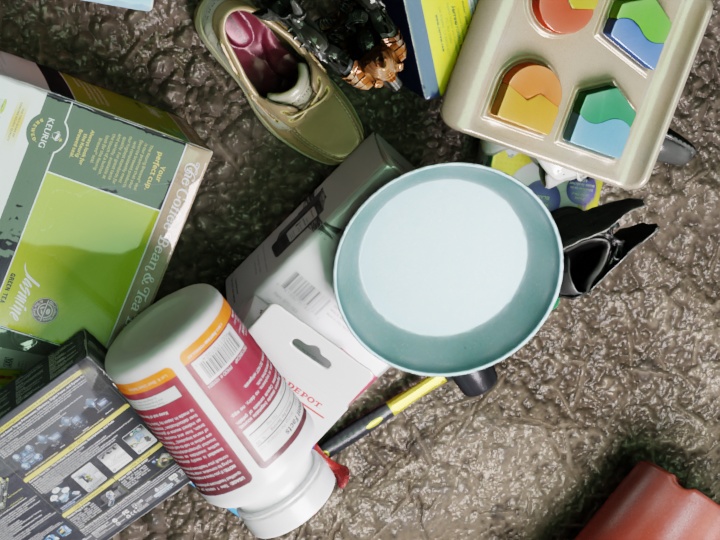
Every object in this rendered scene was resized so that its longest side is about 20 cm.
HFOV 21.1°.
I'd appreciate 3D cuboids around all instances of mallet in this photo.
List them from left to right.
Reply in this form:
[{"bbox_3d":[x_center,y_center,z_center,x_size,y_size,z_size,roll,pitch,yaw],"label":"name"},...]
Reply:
[{"bbox_3d":[0.040,0.133,1.819,0.200,0.041,0.066,-39,114,3],"label":"mallet"}]

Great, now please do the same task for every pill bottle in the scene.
[{"bbox_3d":[-0.110,0.119,1.582,0.113,0.113,0.200,-36,110,-4],"label":"pill bottle"}]

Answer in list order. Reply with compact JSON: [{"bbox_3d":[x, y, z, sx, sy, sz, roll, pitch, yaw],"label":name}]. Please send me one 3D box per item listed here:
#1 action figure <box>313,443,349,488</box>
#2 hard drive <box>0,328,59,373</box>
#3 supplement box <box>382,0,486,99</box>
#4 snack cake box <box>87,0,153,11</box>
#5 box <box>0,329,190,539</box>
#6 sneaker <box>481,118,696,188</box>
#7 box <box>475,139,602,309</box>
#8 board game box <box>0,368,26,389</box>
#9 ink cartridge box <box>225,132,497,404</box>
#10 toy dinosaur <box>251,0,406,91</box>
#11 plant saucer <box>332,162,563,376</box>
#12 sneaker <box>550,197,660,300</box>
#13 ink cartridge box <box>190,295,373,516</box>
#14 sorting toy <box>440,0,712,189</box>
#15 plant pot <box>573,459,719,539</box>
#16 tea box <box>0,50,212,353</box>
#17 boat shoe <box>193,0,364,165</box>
[{"bbox_3d":[-0.099,0.144,1.764,0.200,0.052,0.065,41,111,-15],"label":"action figure"},{"bbox_3d":[-0.290,0.109,1.712,0.199,0.038,0.140,13,101,-18],"label":"hard drive"},{"bbox_3d":[0.122,-0.236,1.694,0.199,0.109,0.110,-17,109,-12],"label":"supplement box"},{"bbox_3d":[-0.269,-0.267,1.568,0.199,0.115,0.067,7,103,-18],"label":"snack cake box"},{"bbox_3d":[-0.256,0.165,1.626,0.200,0.049,0.161,-36,123,11],"label":"box"},{"bbox_3d":[0.199,-0.112,1.728,0.199,0.074,0.089,15,102,-10],"label":"sneaker"},{"bbox_3d":[0.158,-0.060,1.789,0.117,0.048,0.201,7,105,-17],"label":"box"},{"bbox_3d":[-0.335,0.137,1.661,0.199,0.048,0.102,4,105,-16],"label":"board game box"},{"bbox_3d":[0.000,0.000,1.720,0.145,0.083,0.200,41,104,-22],"label":"ink cartridge box"},{"bbox_3d":[-0.001,-0.201,1.617,0.102,0.200,0.136,-47,111,-17],"label":"toy dinosaur"},{"bbox_3d":[0.074,-0.005,1.661,0.199,0.036,0.201,-3,114,-7],"label":"plant saucer"},{"bbox_3d":[0.165,-0.002,1.727,0.200,0.104,0.060,-36,112,-3],"label":"sneaker"},{"bbox_3d":[-0.085,0.107,1.676,0.116,0.067,0.200,36,117,-13],"label":"ink cartridge box"},{"bbox_3d":[0.188,-0.181,1.646,0.200,0.036,0.186,18,97,-18],"label":"sorting toy"},{"bbox_3d":[0.277,0.302,1.859,0.201,0.201,0.195,38,84,-22],"label":"plant pot"},{"bbox_3d":[-0.257,-0.055,1.622,0.196,0.134,0.200,20,100,-19],"label":"tea box"},{"bbox_3d":[-0.066,-0.161,1.682,0.074,0.066,0.200,-47,114,0],"label":"boat shoe"}]
